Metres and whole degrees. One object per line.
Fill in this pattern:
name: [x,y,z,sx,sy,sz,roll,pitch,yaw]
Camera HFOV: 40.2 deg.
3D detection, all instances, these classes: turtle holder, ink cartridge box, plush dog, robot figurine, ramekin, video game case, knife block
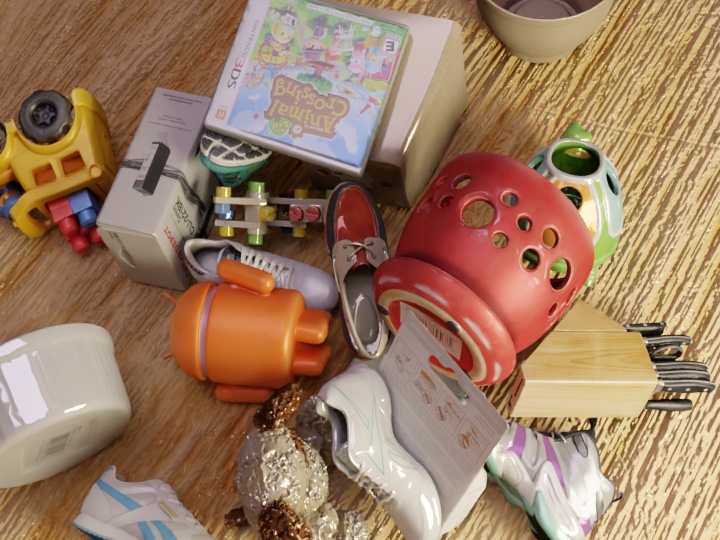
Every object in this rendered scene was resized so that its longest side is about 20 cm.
turtle holder: [0.253,-0.087,1.159,0.140,0.134,0.185,31,50,30]
ink cartridge box: [-0.236,-0.098,1.223,0.082,0.145,0.203,12,65,13]
plush dog: [-0.082,0.220,1.023,0.157,0.173,0.203,-12,62,1]
robot figurine: [-0.133,0.072,1.130,0.195,0.145,0.118,5,56,6]
ramekin: [-0.350,0.154,1.082,0.198,0.201,0.099,-28,70,-8]
video game case: [-0.062,-0.222,1.135,0.196,0.022,0.185,18,82,10]
knife block: [0.276,0.122,1.057,0.174,0.065,0.199,34,48,20]
ink cartridge box: [0.076,0.158,1.028,0.050,0.202,0.161,-17,54,-41]

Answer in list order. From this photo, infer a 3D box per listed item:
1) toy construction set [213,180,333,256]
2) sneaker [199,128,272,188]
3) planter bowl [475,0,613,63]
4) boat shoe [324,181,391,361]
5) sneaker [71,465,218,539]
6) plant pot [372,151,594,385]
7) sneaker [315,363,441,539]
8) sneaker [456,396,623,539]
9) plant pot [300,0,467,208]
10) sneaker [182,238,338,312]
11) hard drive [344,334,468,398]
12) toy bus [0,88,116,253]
toy construction set: [-0.074,-0.063,1.196,0.196,0.131,0.094,18,97,7]
sneaker: [-0.149,-0.137,1.217,0.077,0.200,0.081,30,105,5]
planter bowl: [0.243,-0.365,1.309,0.196,0.135,0.204,-3,62,5]
boat shoe: [0.000,0.000,1.105,0.070,0.063,0.205,-5,90,-6]
sneaker: [-0.212,0.276,1.067,0.196,0.077,0.082,17,63,13]
plant pot: [0.123,0.007,1.051,0.199,0.202,0.183,31,66,21]
sneaker: [0.013,0.201,1.020,0.079,0.070,0.203,-19,76,-44]
sneaker: [0.199,0.189,1.066,0.139,0.078,0.201,-37,76,-15]
plant pot: [0.015,-0.193,1.226,0.196,0.200,0.180,12,74,13]
sneaker: [-0.121,0.009,1.187,0.196,0.081,0.078,11,69,11]
hard drive: [0.088,0.077,1.157,0.138,0.033,0.202,26,69,18]
toy bus: [-0.407,-0.109,1.271,0.197,0.136,0.195,-21,78,-2]
